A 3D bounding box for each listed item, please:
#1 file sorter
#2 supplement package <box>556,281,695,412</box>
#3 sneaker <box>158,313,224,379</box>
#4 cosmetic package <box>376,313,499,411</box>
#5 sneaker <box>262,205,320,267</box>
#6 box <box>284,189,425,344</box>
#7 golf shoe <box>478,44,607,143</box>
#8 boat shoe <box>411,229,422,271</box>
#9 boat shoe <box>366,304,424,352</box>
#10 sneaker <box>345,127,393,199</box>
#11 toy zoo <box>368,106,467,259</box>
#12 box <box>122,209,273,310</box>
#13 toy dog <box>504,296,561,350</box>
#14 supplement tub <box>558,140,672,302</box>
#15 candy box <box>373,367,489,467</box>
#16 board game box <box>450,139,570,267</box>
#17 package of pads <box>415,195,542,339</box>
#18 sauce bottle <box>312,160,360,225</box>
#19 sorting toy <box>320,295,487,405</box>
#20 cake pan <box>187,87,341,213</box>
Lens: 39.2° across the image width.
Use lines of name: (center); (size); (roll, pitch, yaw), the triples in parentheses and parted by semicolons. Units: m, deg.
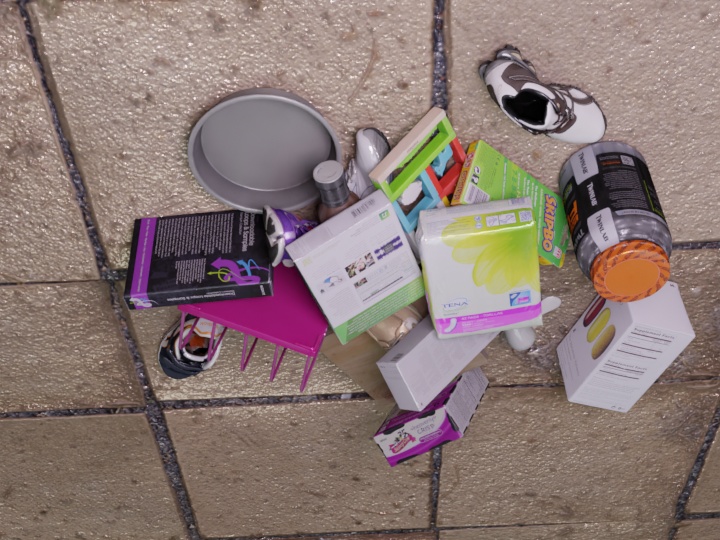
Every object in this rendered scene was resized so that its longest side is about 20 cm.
file sorter: (-0.147, 0.070, 1.450); (0.199, 0.139, 0.126); (19, 137, 3)
supplement package: (0.406, 0.111, 1.570); (0.109, 0.114, 0.200); (12, 133, -16)
sneaker: (-0.270, 0.126, 1.584); (0.078, 0.080, 0.200); (15, 135, -18)
cosmetic package: (0.115, 0.108, 1.446); (0.051, 0.200, 0.083); (-6, 117, 52)
sneaker: (-0.081, -0.051, 1.361); (0.083, 0.081, 0.200); (-11, 178, 7)
box: (0.000, 0.000, 1.329); (0.144, 0.036, 0.200); (-31, 138, -4)
golf shoe: (0.231, -0.193, 1.257); (0.200, 0.095, 0.078); (23, 130, -26)
boat shoe: (0.039, 0.001, 1.473); (0.201, 0.072, 0.061); (-24, 136, 31)
boat shoe: (0.065, 0.099, 1.477); (0.072, 0.065, 0.200); (-35, 127, 30)
sneaker: (0.004, -0.106, 1.358); (0.087, 0.075, 0.200); (1, 136, 5)
toy zoo: (0.098, -0.101, 1.342); (0.131, 0.020, 0.200); (-47, 135, -13)
box: (-0.217, -0.018, 1.387); (0.199, 0.143, 0.036); (-6, 139, 4)
toy dog: (0.232, 0.013, 1.478); (0.096, 0.132, 0.200); (-35, 147, -22)
supplement tub: (0.333, -0.064, 1.319); (0.122, 0.200, 0.123); (-1, 136, -1)
candy box: (0.117, 0.221, 1.614); (0.136, 0.200, 0.061); (-28, 96, 25)
board game box: (0.212, -0.086, 1.370); (0.200, 0.096, 0.030); (29, 159, -27)
package of pads: (0.157, -0.001, 1.338); (0.154, 0.068, 0.200); (-8, 133, 5)
sauce bottle: (-0.021, -0.060, 1.329); (0.064, 0.065, 0.200); (-9, 141, 7)
sorting toy: (0.063, 0.103, 1.578); (0.200, 0.070, 0.199); (-25, 132, 23)
cake pan: (-0.124, -0.158, 1.320); (0.199, 0.037, 0.201); (-1, 136, -1)
